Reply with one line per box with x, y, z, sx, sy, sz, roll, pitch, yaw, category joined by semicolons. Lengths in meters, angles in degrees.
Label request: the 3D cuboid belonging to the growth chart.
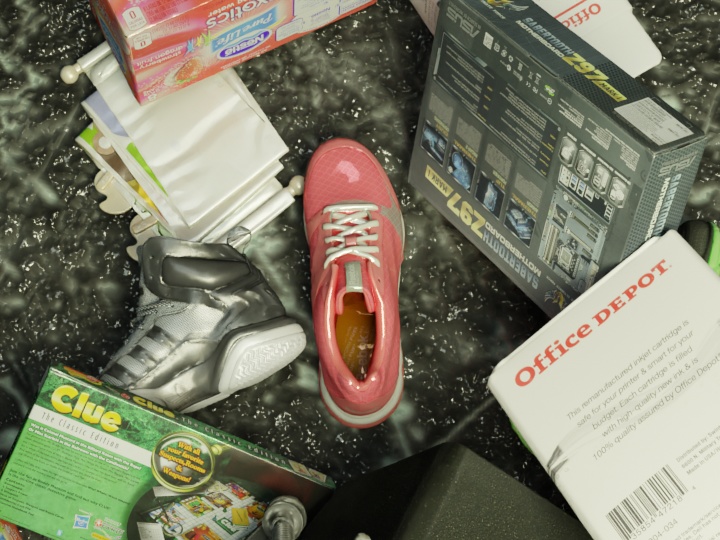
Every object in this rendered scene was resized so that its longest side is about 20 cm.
-0.132;-0.096;1.014;0.144;0.018;0.201;-29;77;-5;growth chart

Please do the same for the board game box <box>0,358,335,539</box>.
-0.126;0.143;0.899;0.198;0.023;0.106;25;101;-14;board game box

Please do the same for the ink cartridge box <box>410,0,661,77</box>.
0.110;-0.190;1.004;0.115;0.068;0.201;-30;76;-6;ink cartridge box

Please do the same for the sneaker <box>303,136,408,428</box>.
0.000;0.000;0.949;0.073;0.087;0.203;-6;77;-1;sneaker

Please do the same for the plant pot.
0.043;0.221;0.825;0.199;0.200;0.179;34;55;-17;plant pot

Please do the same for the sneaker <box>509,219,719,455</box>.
0.169;0.035;0.942;0.084;0.077;0.200;41;79;7;sneaker

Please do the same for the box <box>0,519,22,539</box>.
-0.307;0.228;0.895;0.198;0.100;0.096;-28;77;-5;box

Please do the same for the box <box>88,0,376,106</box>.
-0.088;-0.212;0.987;0.198;0.103;0.095;-26;72;-11;box

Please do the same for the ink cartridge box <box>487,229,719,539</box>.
0.184;0.098;0.789;0.145;0.084;0.201;-39;45;5;ink cartridge box

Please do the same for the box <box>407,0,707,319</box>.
0.115;-0.069;0.897;0.051;0.159;0.200;-19;47;-31;box

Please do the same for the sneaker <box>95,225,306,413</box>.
-0.144;0.045;0.944;0.198;0.076;0.115;-23;84;-9;sneaker

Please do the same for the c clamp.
-0.056;0.189;0.808;0.027;0.200;0.172;36;93;-13;c clamp
